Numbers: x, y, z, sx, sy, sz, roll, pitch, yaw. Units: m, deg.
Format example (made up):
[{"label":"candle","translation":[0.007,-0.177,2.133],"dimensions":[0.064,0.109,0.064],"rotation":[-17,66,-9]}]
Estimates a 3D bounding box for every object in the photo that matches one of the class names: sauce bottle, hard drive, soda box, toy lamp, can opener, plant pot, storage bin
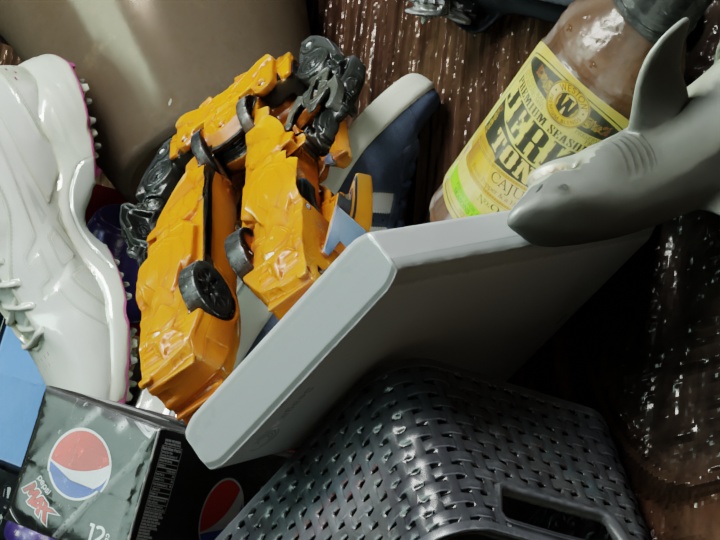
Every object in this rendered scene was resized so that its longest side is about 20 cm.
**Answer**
[{"label":"sauce bottle","translation":[0.099,-0.077,1.256],"dimensions":[0.200,0.064,0.065],"rotation":[-57,35,40]},{"label":"hard drive","translation":[0.029,0.023,1.224],"dimensions":[0.132,0.200,0.026],"rotation":[-47,69,31]},{"label":"soda box","translation":[-0.072,0.104,1.312],"dimensions":[0.070,0.200,0.064],"rotation":[17,88,31]},{"label":"toy lamp","translation":[-0.144,0.061,1.521],"dimensions":[0.058,0.058,0.201],"rotation":[49,132,51]},{"label":"can opener","translation":[0.078,-0.139,1.341],"dimensions":[0.200,0.063,0.079],"rotation":[26,98,55]},{"label":"plant pot","translation":[-0.102,-0.133,1.509],"dimensions":[0.200,0.200,0.175],"rotation":[-41,64,37]},{"label":"storage bin","translation":[0.018,0.144,1.229],"dimensions":[0.200,0.135,0.094],"rotation":[-48,42,31]}]

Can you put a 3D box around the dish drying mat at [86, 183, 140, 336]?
[{"label":"dish drying mat","translation":[-0.167,-0.016,1.505],"dimensions":[0.018,0.199,0.077],"rotation":[37,105,44]}]

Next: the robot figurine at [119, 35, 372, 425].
[{"label":"robot figurine","translation":[-0.049,-0.022,1.311],"dimensions":[0.145,0.058,0.200],"rotation":[-33,29,23]}]

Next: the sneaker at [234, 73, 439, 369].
[{"label":"sneaker","translation":[0.000,0.000,1.391],"dimensions":[0.201,0.084,0.075],"rotation":[-58,-2,-17]}]

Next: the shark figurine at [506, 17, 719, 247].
[{"label":"shark figurine","translation":[0.169,-0.066,1.195],"dimensions":[0.214,0.128,0.090],"rotation":[-45,66,8]}]

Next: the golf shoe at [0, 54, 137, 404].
[{"label":"golf shoe","translation":[-0.167,-0.007,1.412],"dimensions":[0.075,0.091,0.201],"rotation":[-39,61,58]}]

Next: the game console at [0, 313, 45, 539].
[{"label":"game console","translation":[-0.234,0.041,1.643],"dimensions":[0.172,0.118,0.201],"rotation":[12,85,56]}]

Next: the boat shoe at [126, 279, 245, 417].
[{"label":"boat shoe","translation":[-0.079,0.070,1.424],"dimensions":[0.202,0.071,0.070],"rotation":[-66,13,-17]}]
